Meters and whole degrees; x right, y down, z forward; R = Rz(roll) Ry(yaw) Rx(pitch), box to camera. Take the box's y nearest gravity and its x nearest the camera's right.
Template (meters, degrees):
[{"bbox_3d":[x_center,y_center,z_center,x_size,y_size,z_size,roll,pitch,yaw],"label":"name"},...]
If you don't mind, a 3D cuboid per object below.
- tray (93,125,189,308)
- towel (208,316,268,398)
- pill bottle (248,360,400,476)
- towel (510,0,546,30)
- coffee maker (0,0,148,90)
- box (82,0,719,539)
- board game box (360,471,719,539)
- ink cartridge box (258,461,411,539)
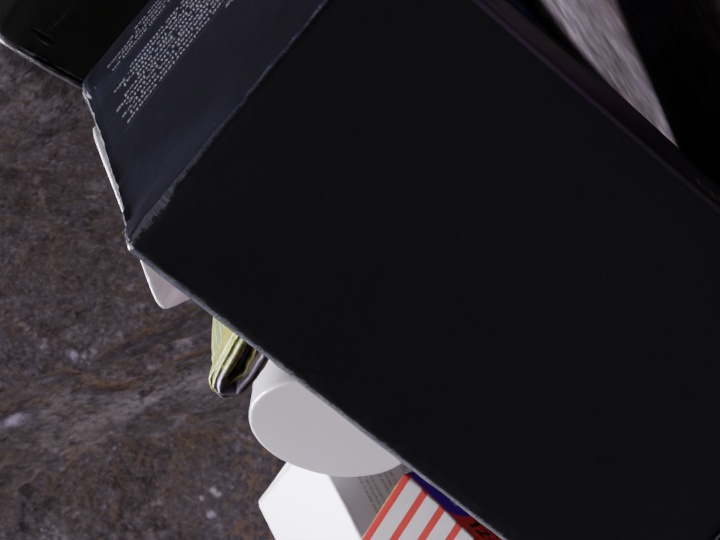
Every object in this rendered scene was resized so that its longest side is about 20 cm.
[{"bbox_3d":[-0.050,-0.062,1.380,0.022,0.200,0.108,-11,102,50],"label":"tray"},{"bbox_3d":[-0.038,-0.044,1.223,0.023,0.144,0.200,18,-144,-14],"label":"towel"},{"bbox_3d":[0.000,0.000,1.294,0.113,0.113,0.200,61,-150,-45],"label":"pill bottle"},{"bbox_3d":[0.081,-0.049,1.049,0.112,0.048,0.200,62,179,-37],"label":"towel"},{"bbox_3d":[-0.113,-0.194,1.292,0.135,0.200,0.192,35,-162,0],"label":"coffee maker"},{"bbox_3d":[0.029,-0.019,0.791,0.200,0.123,0.198,38,-172,-19],"label":"box"},{"bbox_3d":[0.114,0.147,1.171,0.151,0.046,0.200,42,-155,24],"label":"board game box"},{"bbox_3d":[0.069,0.142,1.350,0.145,0.200,0.084,62,145,19],"label":"ink cartridge box"}]
